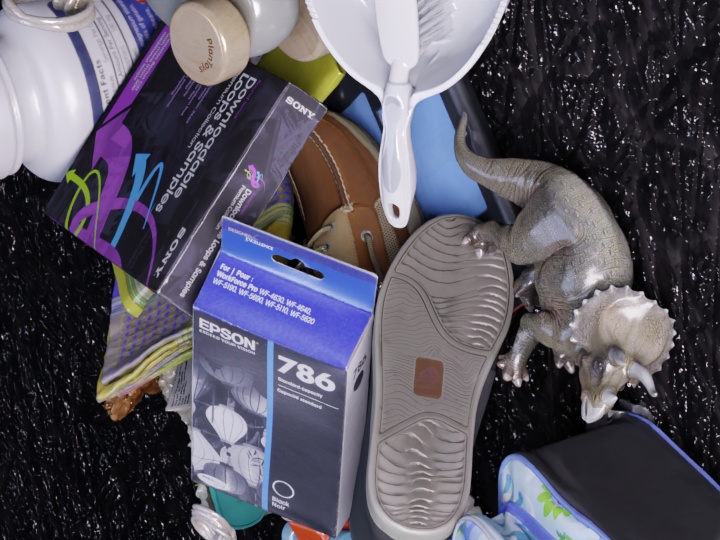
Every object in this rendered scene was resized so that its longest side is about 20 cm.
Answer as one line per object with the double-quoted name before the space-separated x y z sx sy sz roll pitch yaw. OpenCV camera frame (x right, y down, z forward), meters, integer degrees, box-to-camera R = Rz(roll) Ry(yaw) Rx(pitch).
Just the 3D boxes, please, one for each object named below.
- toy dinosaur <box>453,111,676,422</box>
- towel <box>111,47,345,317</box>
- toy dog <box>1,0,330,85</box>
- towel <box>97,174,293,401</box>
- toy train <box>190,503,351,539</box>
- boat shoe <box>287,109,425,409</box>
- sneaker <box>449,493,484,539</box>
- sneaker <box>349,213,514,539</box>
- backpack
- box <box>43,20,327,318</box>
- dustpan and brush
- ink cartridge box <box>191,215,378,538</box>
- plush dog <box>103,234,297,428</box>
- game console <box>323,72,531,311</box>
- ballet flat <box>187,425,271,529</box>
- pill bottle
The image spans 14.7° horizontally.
"toy dinosaur" 0.111 -0.003 1.483 0.102 0.077 0.201 -38 58 42
"towel" -0.080 -0.063 1.660 0.200 0.018 0.086 -47 32 18
"toy dog" -0.101 -0.183 1.598 0.199 0.132 0.097 19 121 19
"towel" -0.099 -0.015 1.712 0.143 0.023 0.201 -30 34 28
"toy train" -0.025 0.187 1.821 0.151 0.056 0.200 55 157 -19
"boat shoe" 0.000 0.000 1.611 0.201 0.074 0.076 62 149 18
"sneaker" 0.032 0.224 1.732 0.078 0.089 0.201 30 133 54
"sneaker" 0.030 0.072 1.542 0.106 0.074 0.201 113 172 -62
"backpack" 0.132 0.204 1.466 0.183 0.146 0.201 41 143 49
"box" -0.107 -0.064 1.648 0.143 0.036 0.200 -58 31 -1
"dustpan and brush" 0.024 -0.122 1.511 0.139 0.057 0.201 11 122 27
"ink cartridge box" -0.045 0.064 1.577 0.099 0.039 0.201 21 139 16
"plush dog" -0.052 0.079 1.752 0.172 0.161 0.200 45 178 -30
"game console" 0.030 -0.053 1.631 0.201 0.031 0.177 67 153 9
"ballet flat" -0.096 0.085 1.916 0.064 0.075 0.201 -122 29 -59
"pill bottle" -0.172 -0.123 1.784 0.120 0.199 0.120 41 140 46
